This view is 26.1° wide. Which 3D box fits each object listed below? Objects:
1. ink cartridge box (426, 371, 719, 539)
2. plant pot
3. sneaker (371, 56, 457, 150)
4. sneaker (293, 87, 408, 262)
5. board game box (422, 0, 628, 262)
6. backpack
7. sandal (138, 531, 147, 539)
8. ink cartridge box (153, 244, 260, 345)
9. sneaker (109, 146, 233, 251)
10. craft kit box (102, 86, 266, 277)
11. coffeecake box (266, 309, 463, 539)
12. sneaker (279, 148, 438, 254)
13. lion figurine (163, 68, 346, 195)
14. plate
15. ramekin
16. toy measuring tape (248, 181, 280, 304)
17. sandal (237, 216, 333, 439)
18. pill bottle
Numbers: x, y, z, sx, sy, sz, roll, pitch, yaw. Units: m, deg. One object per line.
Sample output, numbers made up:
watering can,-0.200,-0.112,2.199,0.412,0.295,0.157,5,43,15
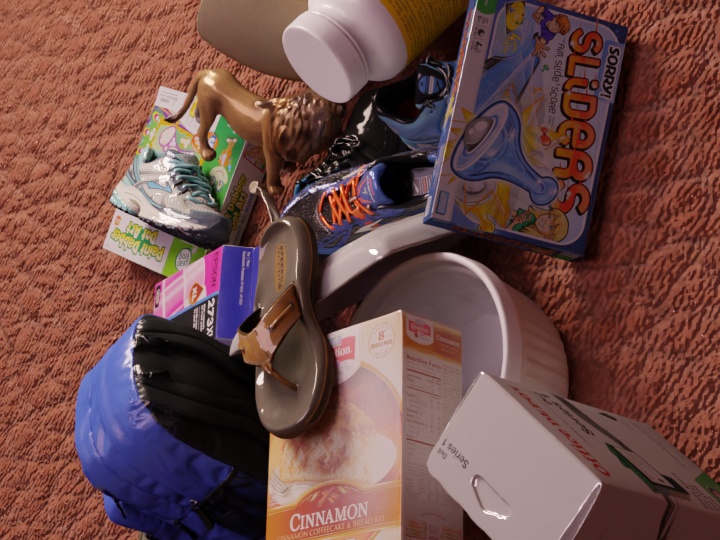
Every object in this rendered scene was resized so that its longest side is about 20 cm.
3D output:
ink cartridge box,0.166,0.159,1.088,0.146,0.199,0.085,42,107,46
plant pot,-0.045,-0.262,1.522,0.134,0.200,0.201,42,110,11
sneaker,0.090,-0.152,1.381,0.199,0.090,0.079,-14,65,42
sneaker,-0.014,-0.083,1.474,0.073,0.082,0.202,8,79,51
board game box,0.138,-0.121,1.287,0.034,0.134,0.202,147,135,-77
backpack,-0.154,0.151,1.336,0.168,0.199,0.163,-43,35,20
sandal,-0.156,0.208,1.519,0.057,0.079,0.203,33,109,53
ink cartridge box,-0.150,0.037,1.529,0.199,0.037,0.096,-24,58,52
sneaker,-0.193,-0.082,1.613,0.199,0.077,0.087,24,89,49
craft kit box,-0.187,-0.090,1.697,0.199,0.048,0.199,19,92,49
coffeecake box,0.002,0.150,1.210,0.153,0.073,0.202,-20,60,43
sneaker,0.012,-0.071,1.390,0.198,0.078,0.076,-20,77,17
lion figurine,-0.110,-0.155,1.546,0.123,0.198,0.073,98,-161,-47
plate,0.000,0.000,1.346,0.199,0.199,0.033,-33,84,35
ramekin,0.080,0.095,1.282,0.199,0.105,0.202,-20,61,42
toy measuring tape,-0.087,-0.001,1.532,0.074,0.073,0.201,-48,45,23
sandal,-0.067,0.040,1.235,0.081,0.054,0.202,-28,53,39
pill bottle,0.026,-0.247,1.410,0.200,0.113,0.112,-45,35,-22
